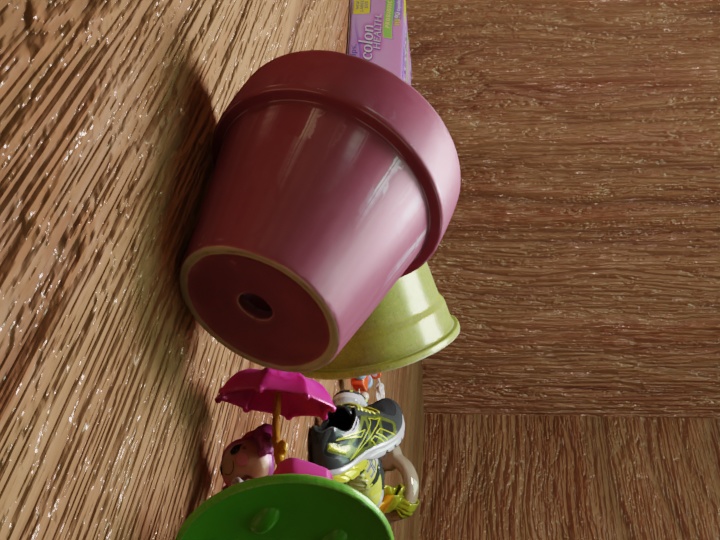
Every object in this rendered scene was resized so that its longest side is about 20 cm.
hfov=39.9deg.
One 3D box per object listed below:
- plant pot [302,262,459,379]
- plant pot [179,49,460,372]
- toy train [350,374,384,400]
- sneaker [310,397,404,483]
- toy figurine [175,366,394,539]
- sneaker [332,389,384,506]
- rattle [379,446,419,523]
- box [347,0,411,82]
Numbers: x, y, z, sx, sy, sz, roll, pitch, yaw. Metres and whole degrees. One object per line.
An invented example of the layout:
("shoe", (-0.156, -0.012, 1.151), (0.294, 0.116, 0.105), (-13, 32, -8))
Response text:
("plant pot", (0.000, 0.000, 1.139), (0.201, 0.197, 0.188), (-66, 144, -74))
("plant pot", (-0.041, -0.032, 0.750), (0.202, 0.197, 0.180), (83, 25, -46))
("toy train", (0.001, 0.151, 1.633), (0.200, 0.054, 0.153), (62, 30, -70))
("sneaker", (0.000, 0.210, 1.329), (0.200, 0.073, 0.086), (-35, 120, -56))
("toy figurine", (-0.071, 0.161, 0.739), (0.202, 0.148, 0.185), (-58, -158, 26))
("sneaker", (-0.014, 0.277, 1.453), (0.077, 0.074, 0.203), (-63, 143, -60))
("rattle", (0.023, 0.381, 1.903), (0.130, 0.141, 0.203), (-44, -127, 53))
("box", (0.035, -0.343, 1.731), (0.201, 0.095, 0.179), (75, 17, -64))
